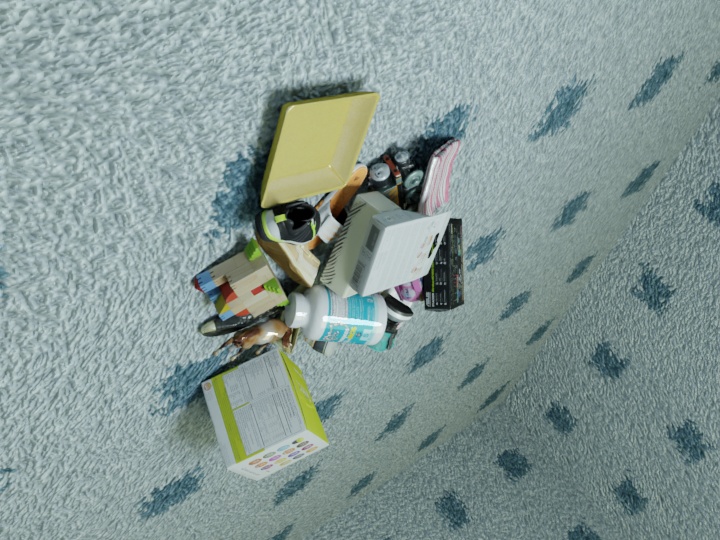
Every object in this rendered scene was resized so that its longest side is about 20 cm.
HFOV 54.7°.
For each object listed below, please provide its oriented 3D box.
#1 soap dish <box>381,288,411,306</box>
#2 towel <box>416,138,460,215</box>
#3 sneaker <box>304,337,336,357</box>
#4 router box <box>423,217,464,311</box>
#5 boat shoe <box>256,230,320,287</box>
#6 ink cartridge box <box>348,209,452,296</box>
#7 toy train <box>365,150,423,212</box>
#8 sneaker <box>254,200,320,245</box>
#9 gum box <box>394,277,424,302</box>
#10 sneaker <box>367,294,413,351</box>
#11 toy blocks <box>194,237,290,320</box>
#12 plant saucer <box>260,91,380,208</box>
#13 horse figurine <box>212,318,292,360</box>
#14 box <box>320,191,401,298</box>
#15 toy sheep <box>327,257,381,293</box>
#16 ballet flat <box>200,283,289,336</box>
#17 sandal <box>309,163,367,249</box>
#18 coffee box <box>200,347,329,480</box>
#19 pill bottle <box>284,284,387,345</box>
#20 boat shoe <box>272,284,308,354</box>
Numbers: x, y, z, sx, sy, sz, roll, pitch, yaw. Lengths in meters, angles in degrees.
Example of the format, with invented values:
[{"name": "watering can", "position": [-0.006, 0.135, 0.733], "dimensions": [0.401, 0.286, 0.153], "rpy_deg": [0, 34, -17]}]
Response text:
[{"name": "soap dish", "position": [0.074, 0.040, 1.688], "dimensions": [0.156, 0.081, 0.203], "rpy_deg": [3, 112, -57]}, {"name": "towel", "position": [0.165, -0.188, 1.458], "dimensions": [0.200, 0.029, 0.149], "rpy_deg": [-45, 149, -61]}, {"name": "sneaker", "position": [-0.065, 0.094, 1.631], "dimensions": [0.079, 0.078, 0.202], "rpy_deg": [72, 42, -71]}, {"name": "router box", "position": [0.185, -0.016, 1.540], "dimensions": [0.149, 0.061, 0.204], "rpy_deg": [-5, 94, -69]}, {"name": "boat shoe", "position": [-0.133, -0.044, 1.330], "dimensions": [0.070, 0.073, 0.201], "rpy_deg": [-60, 151, -18]}, {"name": "ink cartridge box", "position": [0.079, -0.045, 1.351], "dimensions": [0.198, 0.047, 0.162], "rpy_deg": [-18, 137, -43]}, {"name": "toy train", "position": [0.068, -0.160, 1.428], "dimensions": [0.113, 0.086, 0.201], "rpy_deg": [-28, 152, -9]}, {"name": "sneaker", "position": [-0.105, -0.085, 1.233], "dimensions": [0.082, 0.073, 0.199], "rpy_deg": [-17, -178, 26]}, {"name": "gum box", "position": [0.114, -0.040, 1.534], "dimensions": [0.114, 0.065, 0.203], "rpy_deg": [61, 34, -54]}, {"name": "sneaker", "position": [0.053, 0.121, 1.533], "dimensions": [0.122, 0.083, 0.200], "rpy_deg": [-59, 176, 3]}, {"name": "toy blocks", "position": [-0.223, 0.036, 1.302], "dimensions": [0.135, 0.101, 0.201], "rpy_deg": [-28, 153, -4]}, {"name": "plant saucer", "position": [-0.079, -0.213, 1.164], "dimensions": [0.198, 0.048, 0.202], "rpy_deg": [-20, 145, -40]}, {"name": "horse figurine", "position": [-0.210, 0.139, 1.431], "dimensions": [0.198, 0.051, 0.132], "rpy_deg": [-9, 157, -45]}, {"name": "box", "position": [-0.001, -0.050, 1.362], "dimensions": [0.082, 0.068, 0.202], "rpy_deg": [-17, 138, -55]}, {"name": "toy sheep", "position": [0.000, 0.000, 1.516], "dimensions": [0.198, 0.138, 0.139], "rpy_deg": [7, 126, -50]}, {"name": "ballet flat", "position": [-0.234, 0.085, 1.410], "dimensions": [0.198, 0.058, 0.066], "rpy_deg": [-22, 176, -28]}, {"name": "sandal", "position": [-0.045, -0.112, 1.353], "dimensions": [0.208, 0.059, 0.079], "rpy_deg": [-53, 153, 19]}, {"name": "coffee box", "position": [-0.210, 0.326, 1.566], "dimensions": [0.195, 0.202, 0.200], "rpy_deg": [-25, 155, 1]}, {"name": "pill bottle", "position": [-0.052, 0.090, 1.426], "dimensions": [0.197, 0.112, 0.112], "rpy_deg": [8, 131, -24]}, {"name": "boat shoe", "position": [-0.139, 0.098, 1.511], "dimensions": [0.202, 0.063, 0.073], "rpy_deg": [-59, 172, 32]}]
